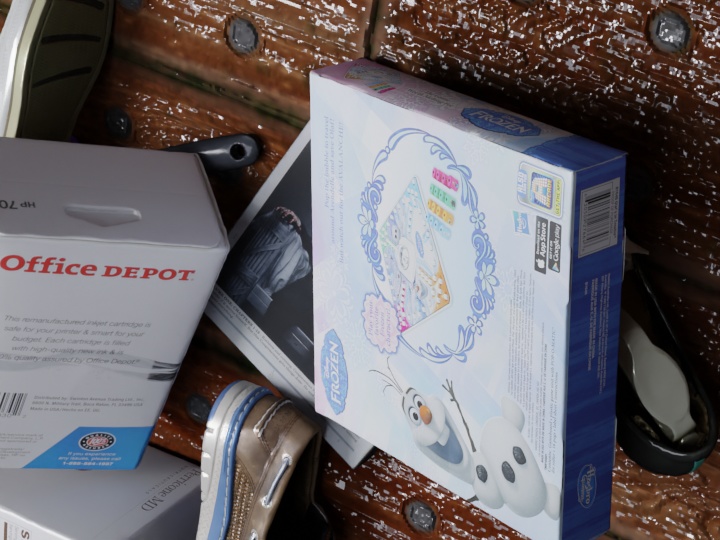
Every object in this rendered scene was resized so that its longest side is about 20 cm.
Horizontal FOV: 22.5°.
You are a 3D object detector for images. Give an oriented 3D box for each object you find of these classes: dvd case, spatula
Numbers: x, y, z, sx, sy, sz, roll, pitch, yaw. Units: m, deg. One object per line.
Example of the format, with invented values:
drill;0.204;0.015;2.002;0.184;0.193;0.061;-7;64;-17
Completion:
dvd case;0.000;0.000;1.034;0.150;0.025;0.200;45;127;9
spatula;-0.142;-0.061;1.103;0.198;0.020;0.057;-6;102;34

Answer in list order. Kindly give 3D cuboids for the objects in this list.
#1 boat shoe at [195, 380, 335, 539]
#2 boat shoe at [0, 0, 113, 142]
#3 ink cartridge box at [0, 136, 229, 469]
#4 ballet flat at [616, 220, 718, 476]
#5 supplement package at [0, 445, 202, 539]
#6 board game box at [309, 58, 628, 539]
boat shoe;-0.057;0.167;1.101;0.072;0.072;0.202;18;126;25
boat shoe;-0.204;-0.109;1.081;0.068;0.074;0.202;26;107;28
ink cartridge box;-0.179;0.024;1.065;0.201;0.145;0.086;-64;33;38
ballet flat;0.127;0.015;0.926;0.068;0.068;0.201;-34;94;-6
supplement package;-0.206;0.173;1.178;0.198;0.121;0.121;18;118;26
board game box;0.049;0.013;0.926;0.198;0.043;0.202;26;124;45
